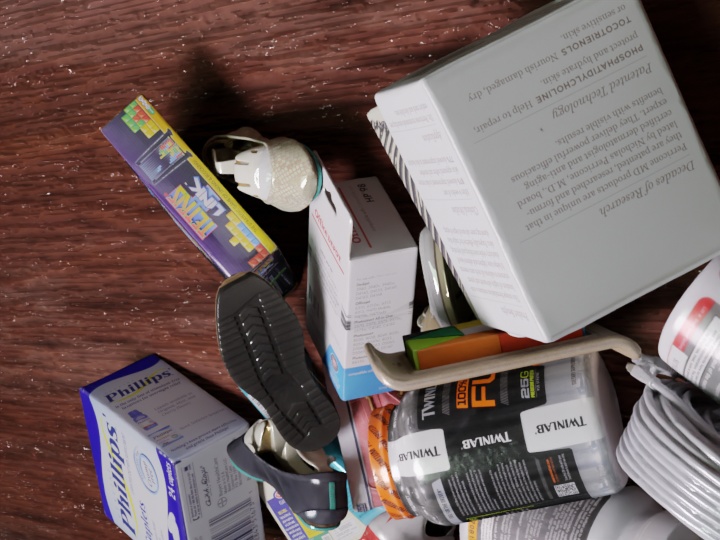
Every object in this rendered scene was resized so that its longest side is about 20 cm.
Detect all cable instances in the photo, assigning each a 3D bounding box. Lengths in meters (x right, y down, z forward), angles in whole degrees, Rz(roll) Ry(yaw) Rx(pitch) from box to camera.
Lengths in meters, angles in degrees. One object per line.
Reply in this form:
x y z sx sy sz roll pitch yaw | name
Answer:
0.282 0.155 1.198 0.199 0.200 0.070 24 107 -20 | cable

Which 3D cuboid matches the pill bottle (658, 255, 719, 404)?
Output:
0.321 0.076 1.168 0.200 0.114 0.114 40 138 22 | pill bottle

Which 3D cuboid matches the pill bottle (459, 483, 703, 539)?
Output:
0.192 0.231 1.411 0.199 0.116 0.117 14 124 42 | pill bottle

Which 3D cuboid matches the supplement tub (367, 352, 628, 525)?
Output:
0.114 0.142 1.366 0.198 0.123 0.123 -14 108 15 | supplement tub

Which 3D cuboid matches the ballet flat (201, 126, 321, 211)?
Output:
-0.095 -0.090 1.492 0.200 0.062 0.068 -157 62 -66 | ballet flat

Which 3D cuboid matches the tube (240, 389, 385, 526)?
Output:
-0.041 0.175 1.644 0.200 0.050 0.077 50 159 5 | tube

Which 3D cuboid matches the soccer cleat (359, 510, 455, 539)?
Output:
0.065 0.271 1.584 0.069 0.085 0.200 45 178 35 | soccer cleat

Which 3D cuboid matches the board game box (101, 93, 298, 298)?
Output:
-0.150 -0.057 1.571 0.200 0.057 0.165 48 177 13 | board game box

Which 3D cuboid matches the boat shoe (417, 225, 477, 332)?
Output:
0.084 0.047 1.437 0.068 0.075 0.201 -1 115 41 | boat shoe

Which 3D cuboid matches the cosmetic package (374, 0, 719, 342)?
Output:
0.136 -0.077 1.180 0.201 0.165 0.167 64 171 -8 | cosmetic package

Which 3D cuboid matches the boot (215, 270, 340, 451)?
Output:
-0.093 0.058 1.520 0.139 0.077 0.201 -118 6 -54 | boot

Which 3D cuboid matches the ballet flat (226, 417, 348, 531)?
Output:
-0.069 0.179 1.578 0.200 0.073 0.074 31 138 56 | ballet flat

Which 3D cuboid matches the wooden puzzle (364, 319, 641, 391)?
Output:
0.104 0.056 1.284 0.185 0.198 0.038 -133 36 -86 | wooden puzzle

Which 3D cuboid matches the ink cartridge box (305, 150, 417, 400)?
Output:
0.000 0.000 1.466 0.116 0.066 0.201 -118 25 -49 | ink cartridge box

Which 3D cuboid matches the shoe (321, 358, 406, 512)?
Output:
0.017 0.125 1.573 0.072 0.090 0.202 85 173 -73 | shoe

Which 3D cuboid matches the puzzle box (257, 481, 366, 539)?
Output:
-0.041 0.226 1.732 0.134 0.025 0.200 57 142 1 | puzzle box

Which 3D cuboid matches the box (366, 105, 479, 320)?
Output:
0.093 -0.066 1.355 0.082 0.068 0.201 -26 94 51 | box

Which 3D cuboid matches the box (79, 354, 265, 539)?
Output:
-0.207 0.223 1.823 0.199 0.104 0.185 29 134 46 | box
